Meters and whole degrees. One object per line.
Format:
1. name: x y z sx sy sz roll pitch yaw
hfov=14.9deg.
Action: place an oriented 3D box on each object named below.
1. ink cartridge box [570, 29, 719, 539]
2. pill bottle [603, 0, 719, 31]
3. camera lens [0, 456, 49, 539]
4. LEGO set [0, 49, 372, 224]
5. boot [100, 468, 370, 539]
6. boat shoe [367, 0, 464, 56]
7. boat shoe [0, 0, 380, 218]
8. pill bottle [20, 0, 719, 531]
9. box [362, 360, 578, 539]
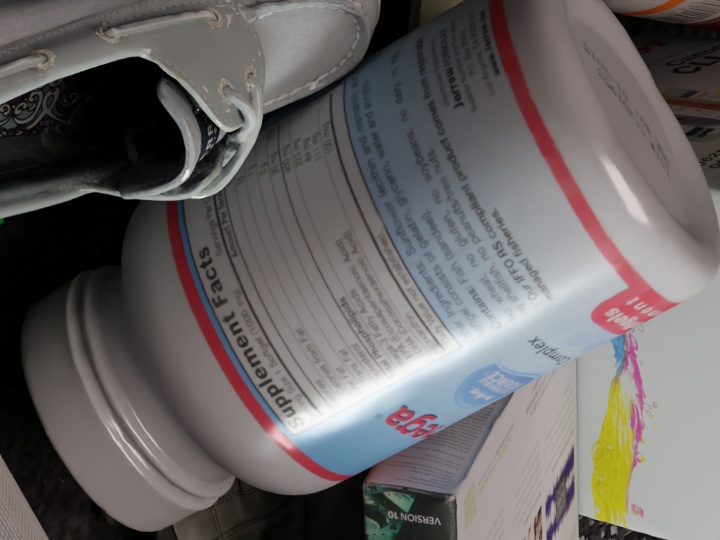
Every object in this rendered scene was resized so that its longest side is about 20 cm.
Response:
1. ink cartridge box: 0.139 0.007 0.998 0.145 0.199 0.146 -25 114 -38
2. pill bottle: 0.159 -0.145 1.037 0.199 0.114 0.115 4 98 -45
3. camera lens: -0.167 0.090 0.749 0.160 0.159 0.201 -44 127 -27
4. LEGO set: -0.088 -0.106 0.837 0.199 0.116 0.154 -26 147 -22
5. boot: -0.030 0.030 0.937 0.130 0.068 0.201 -19 112 -33
6. boat shoe: 0.024 -0.121 0.922 0.074 0.063 0.203 24 67 -55
7. boat shoe: -0.066 -0.046 0.749 0.200 0.072 0.070 -14 141 -37
8. pill bottle: 0.000 0.000 0.832 0.109 0.199 0.109 50 22 -29
9. box: 0.041 0.123 0.944 0.144 0.036 0.201 -53 144 -57
